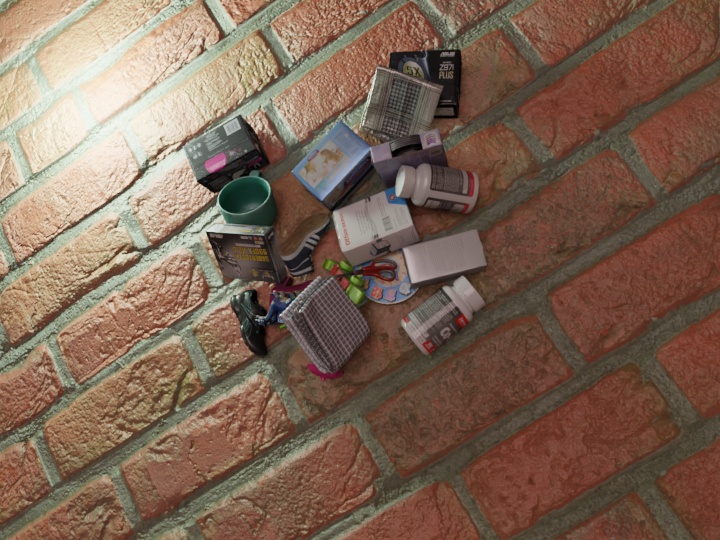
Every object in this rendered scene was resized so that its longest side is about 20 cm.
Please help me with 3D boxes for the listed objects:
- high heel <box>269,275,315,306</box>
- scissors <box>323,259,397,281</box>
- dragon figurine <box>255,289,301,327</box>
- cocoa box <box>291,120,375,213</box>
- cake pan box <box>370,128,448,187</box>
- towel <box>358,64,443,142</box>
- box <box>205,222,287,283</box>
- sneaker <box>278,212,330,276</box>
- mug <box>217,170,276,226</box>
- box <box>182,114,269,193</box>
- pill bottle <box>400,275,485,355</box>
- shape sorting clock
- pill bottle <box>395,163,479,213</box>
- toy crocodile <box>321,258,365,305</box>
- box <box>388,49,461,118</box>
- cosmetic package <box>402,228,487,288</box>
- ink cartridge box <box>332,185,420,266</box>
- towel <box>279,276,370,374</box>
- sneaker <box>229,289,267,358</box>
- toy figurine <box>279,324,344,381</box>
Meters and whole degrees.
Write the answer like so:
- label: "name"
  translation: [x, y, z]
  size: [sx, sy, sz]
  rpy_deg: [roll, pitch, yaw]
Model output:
- label: "high heel"
  translation: [-0.158, 0.072, 1.549]
  size: [0.199, 0.067, 0.096]
  rpy_deg: [12, 72, 20]
- label: "scissors"
  translation: [0.000, 0.000, 1.476]
  size: [0.198, 0.014, 0.074]
  rpy_deg: [0, 52, -6]
- label: "dragon figurine"
  translation: [-0.191, 0.105, 1.507]
  size: [0.199, 0.059, 0.100]
  rpy_deg: [-4, 94, 25]
- label: "cocoa box"
  translation: [-0.064, -0.283, 1.568]
  size: [0.200, 0.131, 0.133]
  rpy_deg: [-46, 73, 1]
- label: "cake pan box"
  translation: [0.132, -0.292, 1.488]
  size: [0.183, 0.200, 0.053]
  rpy_deg: [-15, 76, 12]
- label: "towel"
  translation: [0.105, -0.432, 1.533]
  size: [0.191, 0.035, 0.201]
  rpy_deg: [20, 126, 3]
- label: "box"
  translation: [-0.313, -0.049, 1.558]
  size: [0.199, 0.159, 0.048]
  rpy_deg: [6, 37, 24]
- label: "sneaker"
  translation: [-0.145, -0.068, 1.582]
  size: [0.070, 0.109, 0.200]
  rpy_deg: [15, 49, 34]
- label: "mug"
  translation: [-0.304, -0.184, 1.609]
  size: [0.152, 0.115, 0.185]
  rpy_deg: [31, 61, 28]
- label: "box"
  translation: [-0.394, -0.341, 1.668]
  size: [0.199, 0.115, 0.133]
  rpy_deg: [-27, 73, 6]
- label: "pill bottle"
  translation: [0.210, 0.112, 1.434]
  size: [0.200, 0.114, 0.114]
  rpy_deg: [-39, 73, 4]
- label: "shape sorting clock"
  translation: [0.077, -0.008, 1.529]
  size: [0.199, 0.039, 0.201]
  rpy_deg: [-3, 79, 13]
- label: "pill bottle"
  translation: [0.196, -0.216, 1.468]
  size: [0.199, 0.111, 0.112]
  rpy_deg: [8, 80, -12]
- label: "toy crocodile"
  translation: [-0.044, 0.025, 1.506]
  size: [0.068, 0.062, 0.200]
  rpy_deg: [-56, 37, 16]
- label: "box"
  translation: [0.179, -0.518, 1.581]
  size: [0.199, 0.086, 0.165]
  rpy_deg: [4, 79, 14]
- label: "cosmetic package"
  translation: [0.216, -0.029, 1.468]
  size: [0.199, 0.071, 0.102]
  rpy_deg: [-14, 76, 1]
- label: "ink cartridge box"
  translation: [0.041, -0.119, 1.515]
  size: [0.199, 0.086, 0.147]
  rpy_deg: [-22, 55, 10]
- label: "towel"
  translation: [-0.078, 0.131, 1.399]
  size: [0.166, 0.085, 0.201]
  rpy_deg: [-45, 110, -36]
- label: "sneaker"
  translation: [-0.296, 0.144, 1.569]
  size: [0.079, 0.075, 0.201]
  rpy_deg: [-27, 75, 5]
- label: "toy figurine"
  translation: [-0.087, 0.193, 1.503]
  size: [0.199, 0.150, 0.185]
  rpy_deg: [-23, 88, -17]
